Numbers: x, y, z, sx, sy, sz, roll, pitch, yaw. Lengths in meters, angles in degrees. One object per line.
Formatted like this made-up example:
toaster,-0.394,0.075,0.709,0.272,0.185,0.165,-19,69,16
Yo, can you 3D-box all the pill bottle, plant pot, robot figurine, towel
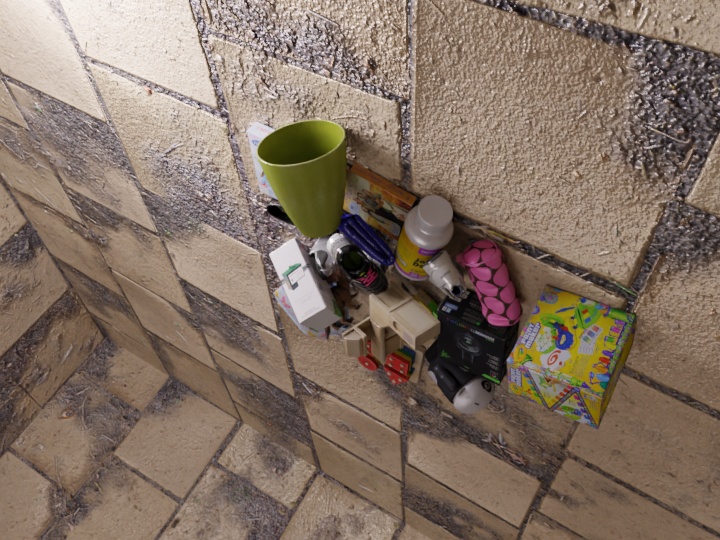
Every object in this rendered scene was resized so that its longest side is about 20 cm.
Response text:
pill bottle,0.134,-0.069,1.458,0.103,0.105,0.201,31,151,9
plant pot,-0.103,-0.178,1.447,0.185,0.187,0.203,16,135,32
robot figurine,0.250,0.261,1.754,0.201,0.149,0.126,51,155,27
towel,0.010,-0.076,1.572,0.147,0.050,0.200,40,180,-11

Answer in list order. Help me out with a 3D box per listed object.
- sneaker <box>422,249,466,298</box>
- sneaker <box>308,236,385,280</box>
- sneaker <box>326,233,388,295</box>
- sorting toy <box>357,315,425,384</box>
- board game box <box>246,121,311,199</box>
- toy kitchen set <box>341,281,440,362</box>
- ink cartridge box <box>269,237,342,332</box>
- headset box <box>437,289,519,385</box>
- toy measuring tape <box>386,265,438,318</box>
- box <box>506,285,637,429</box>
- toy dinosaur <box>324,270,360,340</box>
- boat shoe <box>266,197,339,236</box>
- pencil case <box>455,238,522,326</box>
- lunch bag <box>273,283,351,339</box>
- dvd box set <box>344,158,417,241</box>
sneaker,0.187,0.024,1.468,0.088,0.074,0.200,57,-169,19
sneaker,-0.044,-0.007,1.733,0.198,0.116,0.076,29,151,14
sneaker,0.000,0.000,1.648,0.200,0.074,0.088,46,-174,-28
sorting toy,0.079,0.250,2.013,0.198,0.070,0.200,28,150,16
board game box,-0.162,-0.228,1.625,0.197,0.041,0.201,26,149,19
toy kitchen set,0.071,0.180,1.668,0.180,0.161,0.203,40,147,38
ink cartridge box,-0.136,0.038,1.751,0.202,0.083,0.146,63,-173,19
headset box,0.272,0.154,1.631,0.172,0.093,0.202,24,146,24
toy measuring tape,0.129,0.077,1.713,0.200,0.074,0.074,43,152,3
box,0.418,0.167,1.382,0.190,0.201,0.123,21,149,28
toy dinosaur,-0.076,0.078,1.842,0.135,0.202,0.086,34,166,-20
boat shoe,-0.142,-0.129,1.727,0.199,0.063,0.074,27,147,16
pencil case,0.274,0.030,1.467,0.092,0.092,0.202,-19,124,15
lunch bag,-0.124,0.094,1.962,0.201,0.127,0.169,53,149,-6
dvd box set,0.025,-0.156,1.532,0.198,0.030,0.147,31,151,11
